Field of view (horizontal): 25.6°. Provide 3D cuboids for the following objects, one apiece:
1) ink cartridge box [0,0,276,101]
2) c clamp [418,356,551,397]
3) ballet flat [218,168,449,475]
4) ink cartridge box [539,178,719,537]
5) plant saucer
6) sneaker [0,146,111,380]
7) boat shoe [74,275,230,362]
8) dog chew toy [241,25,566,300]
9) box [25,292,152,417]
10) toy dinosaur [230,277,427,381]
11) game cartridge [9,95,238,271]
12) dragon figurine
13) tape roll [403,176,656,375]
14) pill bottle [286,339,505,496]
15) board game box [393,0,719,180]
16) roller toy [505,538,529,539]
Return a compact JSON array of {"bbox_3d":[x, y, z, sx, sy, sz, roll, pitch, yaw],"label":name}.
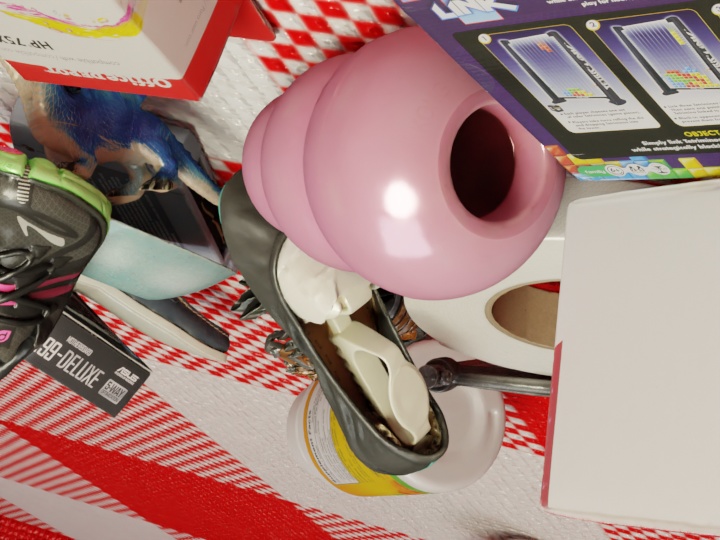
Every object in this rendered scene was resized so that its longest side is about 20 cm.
[{"bbox_3d":[-0.135,-0.142,0.740,0.115,0.068,0.200,10,159,30],"label":"ink cartridge box"},{"bbox_3d":[0.093,0.065,1.029,0.169,0.027,0.200,2,179,25],"label":"c clamp"},{"bbox_3d":[-0.005,0.027,0.871,0.068,0.068,0.201,2,128,57],"label":"ballet flat"},{"bbox_3d":[0.205,0.050,0.709,0.198,0.147,0.144,12,170,-34],"label":"ink cartridge box"},{"bbox_3d":[-0.176,-0.019,0.985,0.199,0.039,0.201,22,177,1],"label":"plant saucer"},{"bbox_3d":[-0.185,0.003,0.859,0.076,0.084,0.200,20,149,-3],"label":"sneaker"},{"bbox_3d":[-0.175,0.006,1.204,0.199,0.062,0.075,32,161,-23],"label":"boat shoe"},{"bbox_3d":[0.008,-0.051,0.767,0.124,0.126,0.199,31,167,-29],"label":"dog chew toy"},{"bbox_3d":[-0.270,0.016,1.233,0.200,0.050,0.158,39,177,44],"label":"box"},{"bbox_3d":[0.000,0.000,0.968,0.135,0.103,0.200,29,117,-26],"label":"toy dinosaur"},{"bbox_3d":[-0.157,-0.057,1.054,0.132,0.041,0.200,14,160,11],"label":"game cartridge"},{"bbox_3d":[-0.137,-0.092,0.891,0.198,0.101,0.059,10,167,-36],"label":"dragon figurine"},{"bbox_3d":[0.122,0.010,0.866,0.200,0.037,0.203,6,157,2],"label":"tape roll"},{"bbox_3d":[0.018,0.119,1.231,0.110,0.112,0.200,28,161,-20],"label":"pill bottle"},{"bbox_3d":[0.125,-0.100,0.597,0.199,0.057,0.165,2,151,45],"label":"board game box"},{"bbox_3d":[0.159,0.387,1.705,0.181,0.201,0.140,29,160,-7],"label":"roller toy"}]
